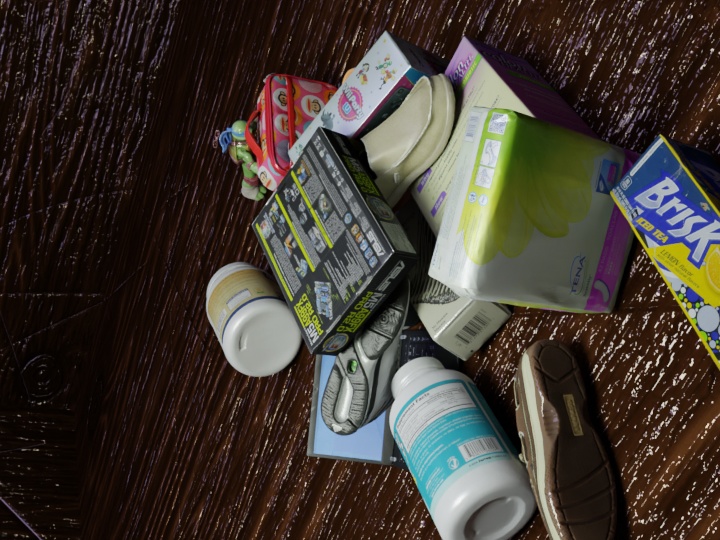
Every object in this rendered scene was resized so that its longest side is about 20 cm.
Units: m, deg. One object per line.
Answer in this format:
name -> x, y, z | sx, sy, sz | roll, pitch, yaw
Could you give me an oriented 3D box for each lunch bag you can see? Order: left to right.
lunch bag -> -0.106, -0.222, 1.218 | 0.082, 0.173, 0.204 | -41, 49, 53

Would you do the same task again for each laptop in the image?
laptop -> 0.026, 0.160, 0.937 | 0.199, 0.102, 0.181 | -8, 75, 60

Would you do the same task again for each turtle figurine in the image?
turtle figurine -> -0.184, -0.233, 1.471 | 0.145, 0.198, 0.195 | 55, 160, 15

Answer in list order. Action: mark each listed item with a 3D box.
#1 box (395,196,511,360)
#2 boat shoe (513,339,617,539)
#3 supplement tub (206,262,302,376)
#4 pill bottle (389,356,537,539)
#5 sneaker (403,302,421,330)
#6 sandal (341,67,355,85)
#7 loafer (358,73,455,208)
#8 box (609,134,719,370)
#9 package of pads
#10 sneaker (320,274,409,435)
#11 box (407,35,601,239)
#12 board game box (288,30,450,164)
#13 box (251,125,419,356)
box -> 0.092, 0.005, 0.881 | 0.082, 0.068, 0.201 | -47, 39, 14
boat shoe -> 0.184, 0.173, 0.692 | 0.075, 0.073, 0.206 | 120, 154, -57
supplement tub -> -0.197, 0.081, 1.325 | 0.200, 0.142, 0.147 | 46, 121, 55
pill bottle -> 0.099, 0.185, 0.791 | 0.112, 0.109, 0.201 | -64, 32, 26
sneaker -> 0.000, 0.000, 0.943 | 0.198, 0.074, 0.085 | 34, 140, 20
sandal -> -0.004, -0.280, 1.170 | 0.207, 0.058, 0.081 | 44, 120, 57
loafer -> 0.038, -0.138, 0.842 | 0.201, 0.067, 0.077 | -56, 37, 37
box -> 0.277, -0.011, 0.572 | 0.070, 0.063, 0.202 | -55, 38, 38
package of pads -> 0.161, -0.045, 0.652 | 0.068, 0.197, 0.158 | 26, 104, 55
sneaker -> 0.019, 0.090, 0.876 | 0.075, 0.115, 0.204 | 21, 94, 22
box -> 0.145, -0.121, 0.812 | 0.178, 0.095, 0.202 | -62, 35, 31
board game box -> 0.028, -0.181, 0.915 | 0.200, 0.146, 0.065 | -47, 60, 30
box -> -0.036, -0.034, 0.828 | 0.161, 0.044, 0.202 | -51, 51, 29
